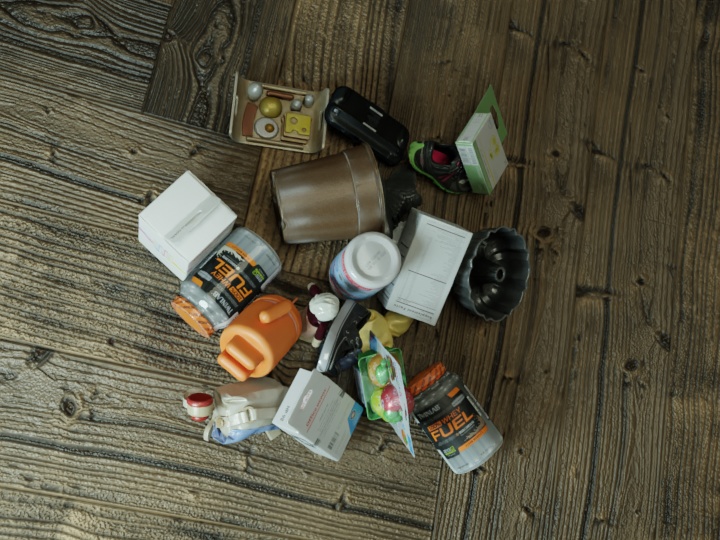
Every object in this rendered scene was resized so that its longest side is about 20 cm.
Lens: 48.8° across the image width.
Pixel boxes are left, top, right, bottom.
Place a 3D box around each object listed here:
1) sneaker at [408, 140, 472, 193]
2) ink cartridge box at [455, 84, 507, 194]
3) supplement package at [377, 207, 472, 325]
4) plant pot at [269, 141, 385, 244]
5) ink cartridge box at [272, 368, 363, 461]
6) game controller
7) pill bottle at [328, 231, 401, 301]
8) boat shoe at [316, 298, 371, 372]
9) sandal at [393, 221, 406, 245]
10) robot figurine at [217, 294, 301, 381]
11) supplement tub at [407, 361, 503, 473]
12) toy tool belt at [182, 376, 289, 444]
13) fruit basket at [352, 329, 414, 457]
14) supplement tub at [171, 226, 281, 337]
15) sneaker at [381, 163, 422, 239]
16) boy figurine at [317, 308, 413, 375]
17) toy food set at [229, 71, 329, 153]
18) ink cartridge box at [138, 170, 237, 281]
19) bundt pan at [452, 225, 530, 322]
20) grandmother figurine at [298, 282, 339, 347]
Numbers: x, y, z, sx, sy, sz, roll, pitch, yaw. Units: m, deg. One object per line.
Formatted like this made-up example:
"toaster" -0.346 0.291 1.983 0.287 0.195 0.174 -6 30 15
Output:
"sneaker" 0.191 -0.220 1.691 0.200 0.084 0.077 19 70 -38
"ink cartridge box" 0.280 -0.284 1.710 0.200 0.048 0.146 -57 137 -29
"supplement package" 0.125 -0.009 1.590 0.114 0.110 0.200 20 98 -12
"plant pot" -0.071 -0.142 1.571 0.198 0.200 0.201 -10 80 -10
"ink cartridge box" -0.085 0.260 1.468 0.116 0.067 0.200 -63 142 -19
"game controller" 0.017 -0.309 1.693 0.200 0.042 0.104 32 56 -21
"pill bottle" 0.000 0.000 1.544 0.109 0.200 0.109 4 76 -14
"boat shoe" -0.025 0.127 1.485 0.066 0.070 0.200 22 31 4
"sandal" 0.144 -0.064 1.682 0.202 0.050 0.083 11 58 -11
"robot figurine" -0.182 0.119 1.478 0.116 0.144 0.200 7 31 23
"supplement tub" 0.178 0.288 1.567 0.122 0.123 0.200 -36 88 -20
"toy tool belt" -0.226 0.274 1.456 0.200 0.125 0.123 -8 108 -39
"fruit basket" 0.049 0.227 1.476 0.094 0.200 0.185 -12 109 -7
"supplement tub" -0.255 0.024 1.509 0.123 0.123 0.200 42 71 -3
"sneaker" 0.082 -0.142 1.650 0.104 0.060 0.200 -3 50 -5
"boy figurine" 0.014 0.128 1.590 0.200 0.064 0.124 -29 90 -21
"toy food set" -0.168 -0.330 1.649 0.200 0.060 0.144 7 75 -13
"ink cartridge box" -0.323 -0.082 1.474 0.125 0.200 0.129 43 70 -2
"bundt pan" 0.263 0.003 1.650 0.202 0.076 0.202 -9 104 -41
"grandmother figurine" -0.081 0.081 1.502 0.060 0.200 0.121 -14 82 -19
